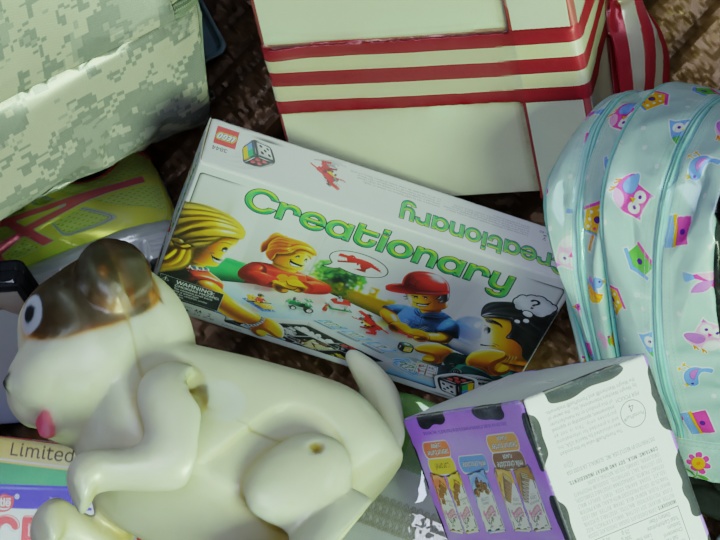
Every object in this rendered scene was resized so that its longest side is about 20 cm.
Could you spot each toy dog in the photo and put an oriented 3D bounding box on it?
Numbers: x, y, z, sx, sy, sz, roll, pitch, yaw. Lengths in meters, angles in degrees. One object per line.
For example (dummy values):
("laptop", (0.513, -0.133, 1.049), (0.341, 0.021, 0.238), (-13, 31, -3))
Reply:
("toy dog", (-0.086, 0.073, 1.340), (0.200, 0.140, 0.194), (37, 66, 3))

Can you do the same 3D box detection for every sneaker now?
("sneaker", (-0.192, -0.013, 1.496), (0.199, 0.078, 0.091), (-13, 70, 6))

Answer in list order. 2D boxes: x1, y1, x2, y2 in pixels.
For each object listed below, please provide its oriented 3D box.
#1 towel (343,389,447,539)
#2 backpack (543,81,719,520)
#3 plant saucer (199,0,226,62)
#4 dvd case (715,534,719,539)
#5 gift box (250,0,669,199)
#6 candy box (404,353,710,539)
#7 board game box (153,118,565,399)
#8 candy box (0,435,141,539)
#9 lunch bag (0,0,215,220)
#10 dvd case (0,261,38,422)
("towel", (0.033, 0.172, 1.424), (0.149, 0.031, 0.200), (17, 86, 16))
("backpack", (0.172, 0.005, 1.307), (0.126, 0.200, 0.167), (4, 45, 28))
("plant saucer", (-0.173, -0.103, 1.528), (0.200, 0.019, 0.070), (-30, 75, 9))
("dvd case", (0.276, 0.133, 1.372), (0.143, 0.018, 0.200), (37, 91, 17))
("gift box", (0.059, -0.158, 1.374), (0.186, 0.185, 0.200), (-2, 40, 17))
("candy box", (0.110, 0.149, 1.309), (0.071, 0.168, 0.200), (-20, 91, -19))
("board game box", (0.000, 0.000, 1.378), (0.200, 0.126, 0.035), (18, 52, -6))
("candy box", (-0.145, 0.195, 1.442), (0.169, 0.077, 0.201), (5, 81, 14))
("lunch bag", (-0.179, -0.106, 1.356), (0.200, 0.168, 0.139), (-28, 37, -17))
("dvd case", (-0.253, 0.046, 1.455), (0.199, 0.143, 0.018), (-5, 58, 14))
